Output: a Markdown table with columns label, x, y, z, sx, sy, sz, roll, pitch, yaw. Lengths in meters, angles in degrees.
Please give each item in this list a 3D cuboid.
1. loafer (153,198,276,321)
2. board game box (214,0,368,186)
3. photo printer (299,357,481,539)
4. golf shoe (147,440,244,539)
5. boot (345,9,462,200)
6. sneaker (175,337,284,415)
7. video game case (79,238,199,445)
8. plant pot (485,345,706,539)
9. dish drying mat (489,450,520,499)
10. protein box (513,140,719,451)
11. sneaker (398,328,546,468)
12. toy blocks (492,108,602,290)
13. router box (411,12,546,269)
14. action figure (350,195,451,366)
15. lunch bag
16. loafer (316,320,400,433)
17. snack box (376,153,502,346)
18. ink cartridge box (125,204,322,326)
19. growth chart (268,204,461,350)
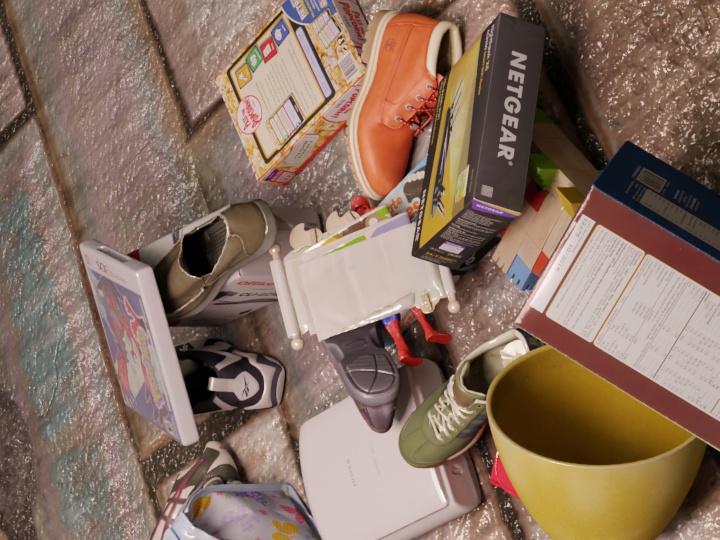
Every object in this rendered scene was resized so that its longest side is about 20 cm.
| label | x | y | z | sx | sy | sz | roll | pitch | yaw |
| --- | --- | --- | --- | --- | --- | --- | --- | --- | --- |
| loafer | -0.172 | -0.013 | 1.748 | 0.200 | 0.069 | 0.076 | -40 | 64 | 35 |
| board game box | -0.068 | -0.215 | 1.879 | 0.200 | 0.046 | 0.152 | -41 | 60 | 34 |
| photo printer | 0.020 | 0.205 | 1.746 | 0.199 | 0.069 | 0.168 | -32 | 66 | 37 |
| golf shoe | -0.199 | 0.289 | 1.961 | 0.200 | 0.077 | 0.088 | -50 | 36 | 26 |
| boot | 0.049 | -0.170 | 1.750 | 0.107 | 0.075 | 0.202 | 10 | 93 | 39 |
| sneaker | -0.196 | 0.120 | 1.918 | 0.198 | 0.129 | 0.080 | 15 | 96 | 43 |
| video game case | -0.242 | 0.075 | 1.820 | 0.182 | 0.023 | 0.202 | 21 | 128 | 60 |
| plant pot | 0.215 | 0.172 | 1.503 | 0.199 | 0.199 | 0.143 | 25 | 133 | 42 |
| dish drying mat | 0.177 | 0.125 | 1.638 | 0.076 | 0.018 | 0.202 | 21 | 101 | 41 |
| protein box | 0.260 | 0.015 | 1.395 | 0.199 | 0.199 | 0.136 | 32 | 111 | 7 |
| sneaker | 0.103 | 0.116 | 1.603 | 0.200 | 0.090 | 0.067 | -38 | 67 | 16 |
| toy blocks | 0.180 | -0.042 | 1.608 | 0.200 | 0.099 | 0.137 | 53 | 131 | 37 |
| router box | 0.113 | -0.122 | 1.612 | 0.157 | 0.052 | 0.202 | 135 | 148 | -62 |
| action figure | 0.031 | 0.002 | 1.716 | 0.065 | 0.051 | 0.201 | -41 | 57 | 27 |
| lunch bag | -0.156 | 0.321 | 1.816 | 0.127 | 0.199 | 0.170 | 44 | 116 | 36 |
| loafer | -0.004 | 0.086 | 1.710 | 0.201 | 0.071 | 0.063 | -111 | 12 | -52 |
| snack box | 0.054 | -0.024 | 1.754 | 0.200 | 0.037 | 0.117 | -45 | 58 | 32 |
| ink cartridge box | -0.153 | -0.002 | 1.876 | 0.199 | 0.144 | 0.084 | -23 | 73 | 40 |
| growth chart | 0.000 | 0.000 | 1.690 | 0.198 | 0.018 | 0.146 | -16 | 61 | 18 |
